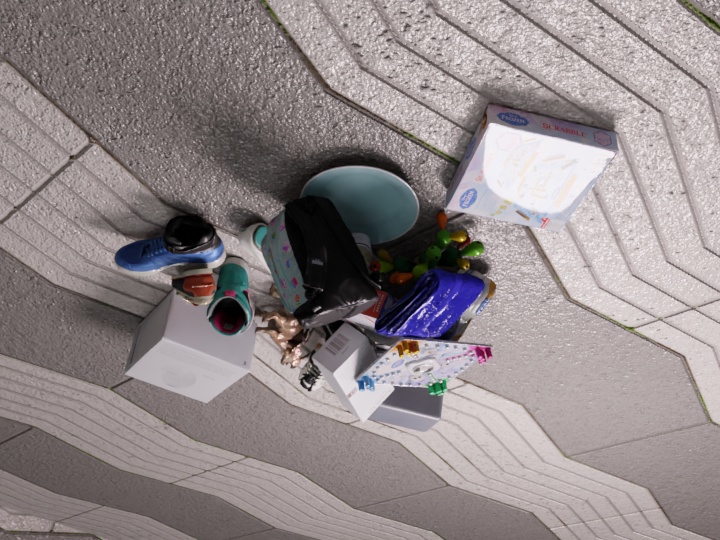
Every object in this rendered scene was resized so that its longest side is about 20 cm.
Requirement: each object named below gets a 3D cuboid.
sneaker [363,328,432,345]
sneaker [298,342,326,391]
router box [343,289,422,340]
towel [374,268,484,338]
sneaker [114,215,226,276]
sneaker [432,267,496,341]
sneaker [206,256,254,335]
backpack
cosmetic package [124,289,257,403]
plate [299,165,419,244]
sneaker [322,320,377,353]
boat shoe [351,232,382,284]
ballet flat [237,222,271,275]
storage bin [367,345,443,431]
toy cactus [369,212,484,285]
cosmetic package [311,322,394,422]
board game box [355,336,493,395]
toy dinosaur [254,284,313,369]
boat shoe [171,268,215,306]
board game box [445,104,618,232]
[{"bbox_3d":[0.106,0.095,1.507,0.198,0.074,0.082,-4,144,-7],"label":"sneaker"},{"bbox_3d":[-0.088,0.215,1.623,0.075,0.088,0.200,38,163,7],"label":"sneaker"},{"bbox_3d":[0.010,0.072,1.398,0.178,0.049,0.200,17,169,32],"label":"router box"},{"bbox_3d":[0.125,0.063,1.296,0.148,0.050,0.199,-44,157,21],"label":"towel"},{"bbox_3d":[-0.344,-0.048,1.346,0.198,0.077,0.112,-1,150,1],"label":"sneaker"},{"bbox_3d":[0.169,0.078,1.439,0.088,0.075,0.201,35,113,4],"label":"sneaker"},{"bbox_3d":[-0.243,0.084,1.467,0.083,0.121,0.201,4,137,1],"label":"sneaker"},{"bbox_3d":[-0.075,-0.015,1.220,0.166,0.201,0.126,-10,159,-46],"label":"backpack"},{"bbox_3d":[-0.353,0.162,1.604,0.198,0.124,0.200,26,141,-27],"label":"cosmetic package"},{"bbox_3d":[-0.001,-0.112,1.266,0.198,0.026,0.201,4,144,3],"label":"plate"},{"bbox_3d":[-0.048,0.145,1.591,0.087,0.076,0.200,-9,143,28],"label":"sneaker"},{"bbox_3d":[0.000,0.000,1.364,0.071,0.063,0.200,-2,157,12],"label":"boat shoe"},{"bbox_3d":[-0.151,-0.016,1.394,0.069,0.070,0.200,-16,135,27],"label":"ballet flat"},{"bbox_3d":[0.098,0.262,1.681,0.198,0.135,0.146,15,143,-16],"label":"storage bin"},{"bbox_3d":[0.108,-0.022,1.329,0.198,0.103,0.165,-22,169,-6],"label":"toy cactus"},{"bbox_3d":[-0.011,0.206,1.528,0.074,0.102,0.201,32,160,40],"label":"cosmetic package"},{"bbox_3d":[0.119,0.185,1.440,0.198,0.026,0.200,7,147,-26],"label":"board game box"},{"bbox_3d":[-0.137,0.103,1.534,0.134,0.086,0.200,18,138,-18],"label":"toy dinosaur"},{"bbox_3d":[-0.306,0.035,1.414,0.071,0.063,0.200,-8,178,-22],"label":"boat shoe"},{"bbox_3d":[0.254,-0.149,1.168,0.198,0.041,0.201,11,144,-9],"label":"board game box"}]
